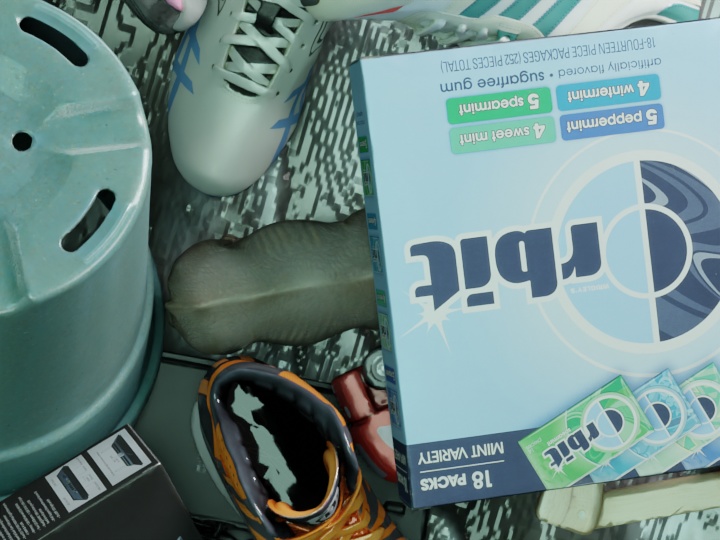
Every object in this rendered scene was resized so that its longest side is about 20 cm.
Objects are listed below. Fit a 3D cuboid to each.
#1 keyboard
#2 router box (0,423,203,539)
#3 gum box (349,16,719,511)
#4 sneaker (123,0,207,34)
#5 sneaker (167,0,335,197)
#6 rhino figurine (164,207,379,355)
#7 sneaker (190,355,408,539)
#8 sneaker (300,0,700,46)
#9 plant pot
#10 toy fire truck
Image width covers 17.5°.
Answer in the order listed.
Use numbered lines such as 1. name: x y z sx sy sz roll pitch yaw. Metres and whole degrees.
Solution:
1. keyboard: -0.064 0.099 1.149 0.199 0.040 0.105 12 83 -2
2. router box: -0.124 0.196 1.085 0.157 0.052 0.200 -31 117 -12
3. gum box: 0.091 -0.004 1.052 0.169 0.045 0.201 -8 92 -7
4. sneaker: -0.158 -0.173 1.126 0.200 0.079 0.095 46 102 14
5. sneaker: -0.041 -0.130 1.116 0.072 0.072 0.201 24 96 2
6. rhino figurine: 0.000 0.000 1.109 0.199 0.087 0.060 -11 92 6
7. sneaker: -0.014 0.128 1.074 0.077 0.112 0.200 -37 89 -7
8. sneaker: 0.072 -0.120 1.084 0.199 0.070 0.094 -13 100 -20
9. plant pot: -0.175 -0.016 1.035 0.199 0.196 0.201 4 66 -10
10. toy fire truck: 0.101 0.072 1.114 0.199 0.049 0.141 -24 88 0
